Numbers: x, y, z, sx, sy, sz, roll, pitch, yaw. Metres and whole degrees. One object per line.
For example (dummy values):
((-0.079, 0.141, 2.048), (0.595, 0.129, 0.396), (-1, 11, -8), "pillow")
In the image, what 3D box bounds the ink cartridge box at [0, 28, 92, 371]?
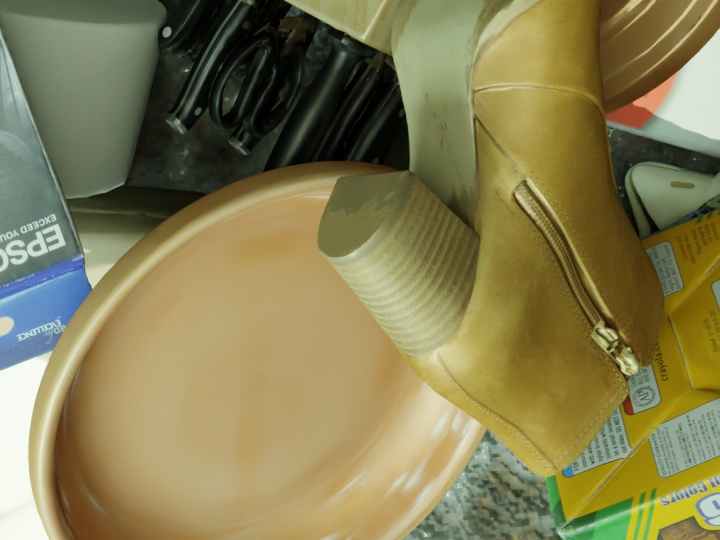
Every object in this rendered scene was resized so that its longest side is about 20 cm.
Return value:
((-0.161, -0.044, 0.774), (0.099, 0.039, 0.201), (-22, 113, -8), "ink cartridge box")

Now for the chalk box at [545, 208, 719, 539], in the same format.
((0.158, 0.088, 0.907), (0.124, 0.125, 0.200), (-22, 135, 12), "chalk box")

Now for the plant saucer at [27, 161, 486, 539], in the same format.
((-0.035, 0.044, 0.848), (0.200, 0.037, 0.201), (-18, 129, -23), "plant saucer")

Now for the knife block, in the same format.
((0.015, -0.114, 0.845), (0.199, 0.064, 0.176), (-19, 74, 26), "knife block")

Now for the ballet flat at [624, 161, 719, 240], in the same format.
((0.108, -0.008, 0.942), (0.199, 0.074, 0.074), (-24, 99, 8), "ballet flat")

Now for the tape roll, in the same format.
((-0.179, -0.093, 0.883), (0.202, 0.202, 0.071), (15, 103, 2), "tape roll")

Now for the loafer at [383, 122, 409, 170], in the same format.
((0.000, 0.000, 0.920), (0.200, 0.070, 0.075), (-40, 134, -11), "loafer")

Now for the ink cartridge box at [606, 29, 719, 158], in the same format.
((0.135, -0.153, 0.911), (0.162, 0.050, 0.201), (16, 107, 2), "ink cartridge box")

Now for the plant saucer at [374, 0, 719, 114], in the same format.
((0.065, -0.155, 0.877), (0.200, 0.032, 0.201), (-5, 81, 30), "plant saucer")

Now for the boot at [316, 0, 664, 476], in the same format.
((0.070, -0.040, 0.816), (0.144, 0.071, 0.202), (43, 65, -36), "boot")

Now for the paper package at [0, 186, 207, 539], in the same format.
((-0.158, 0.060, 0.965), (0.190, 0.103, 0.201), (6, 103, 5), "paper package")
